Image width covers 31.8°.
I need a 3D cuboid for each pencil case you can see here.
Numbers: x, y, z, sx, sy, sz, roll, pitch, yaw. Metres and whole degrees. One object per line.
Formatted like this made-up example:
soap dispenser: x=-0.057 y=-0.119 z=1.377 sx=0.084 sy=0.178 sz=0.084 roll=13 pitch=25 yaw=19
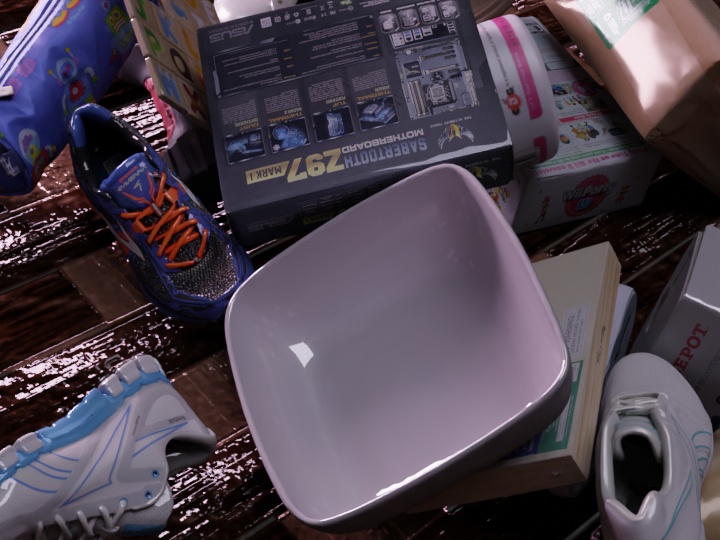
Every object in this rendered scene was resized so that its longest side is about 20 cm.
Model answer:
pencil case: x=-0.226 y=-0.148 z=0.927 sx=0.077 sy=0.087 sz=0.202 roll=18 pitch=61 yaw=19

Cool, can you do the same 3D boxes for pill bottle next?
pill bottle: x=0.041 y=-0.110 z=0.958 sx=0.197 sy=0.114 sz=0.114 roll=-18 pitch=49 yaw=-2

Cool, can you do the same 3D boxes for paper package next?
paper package: x=0.282 y=-0.175 z=1.100 sx=0.189 sy=0.103 sz=0.202 roll=25 pitch=31 yaw=-43

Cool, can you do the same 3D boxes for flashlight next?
flashlight: x=-0.154 y=-0.130 z=0.996 sx=0.067 sy=0.068 sz=0.202 roll=-12 pitch=56 yaw=-18

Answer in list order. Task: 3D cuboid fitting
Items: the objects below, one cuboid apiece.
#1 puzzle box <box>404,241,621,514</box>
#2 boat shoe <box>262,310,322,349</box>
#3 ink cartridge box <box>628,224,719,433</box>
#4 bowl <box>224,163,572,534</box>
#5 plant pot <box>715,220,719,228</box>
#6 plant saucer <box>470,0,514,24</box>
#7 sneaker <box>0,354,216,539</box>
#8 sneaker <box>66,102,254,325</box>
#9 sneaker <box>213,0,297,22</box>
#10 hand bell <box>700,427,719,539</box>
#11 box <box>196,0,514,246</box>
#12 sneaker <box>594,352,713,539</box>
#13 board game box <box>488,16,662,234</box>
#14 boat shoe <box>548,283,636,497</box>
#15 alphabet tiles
puzzle box: x=0.099 y=0.068 z=0.840 sx=0.131 sy=0.026 sz=0.201 roll=-16 pitch=33 yaw=31
boat shoe: x=0.000 y=0.000 z=0.908 sx=0.198 sy=0.064 sz=0.071 roll=-22 pitch=55 yaw=-33
ink cartridge box: x=0.289 y=0.081 z=0.863 sx=0.198 sy=0.147 sz=0.088 roll=26 pitch=44 yaw=8
bowl: x=0.025 y=0.054 z=0.786 sx=0.198 sy=0.075 sz=0.202 roll=-30 pitch=52 yaw=7
plant pot: x=0.373 y=-0.029 z=0.966 sx=0.197 sy=0.200 sz=0.202 roll=9 pitch=43 yaw=-8
plant saucer: x=0.038 y=-0.220 z=1.090 sx=0.197 sy=0.030 sz=0.201 roll=-19 pitch=24 yaw=9
sneaker: x=-0.155 y=0.129 z=0.722 sx=0.086 sy=0.075 sz=0.200 roll=37 pitch=46 yaw=12
sneaker: x=-0.147 y=-0.040 z=0.873 sx=0.075 sy=0.079 sz=0.200 roll=-42 pitch=64 yaw=-11
sneaker: x=-0.079 y=-0.283 z=1.159 sx=0.072 sy=0.085 sz=0.201 roll=23 pitch=44 yaw=3
hand bell: x=0.159 y=0.175 z=0.786 sx=0.197 sy=0.105 sz=0.105 roll=-15 pitch=50 yaw=-14
box: x=-0.006 y=-0.115 z=0.873 sx=0.197 sy=0.051 sz=0.160 roll=-14 pitch=60 yaw=1
sneaker: x=0.173 y=0.105 z=0.751 sx=0.069 sy=0.081 sz=0.201 roll=-12 pitch=31 yaw=17
board game box: x=0.141 y=-0.131 z=1.092 sx=0.145 sy=0.065 sz=0.201 roll=-12 pitch=49 yaw=-27
boat shoe: x=0.142 y=0.080 z=0.884 sx=0.066 sy=0.075 sz=0.201 roll=8 pitch=34 yaw=20
alphabet tiles: x=-0.122 y=-0.164 z=0.963 sx=0.200 sy=0.007 sz=0.169 roll=30 pitch=35 yaw=-62
